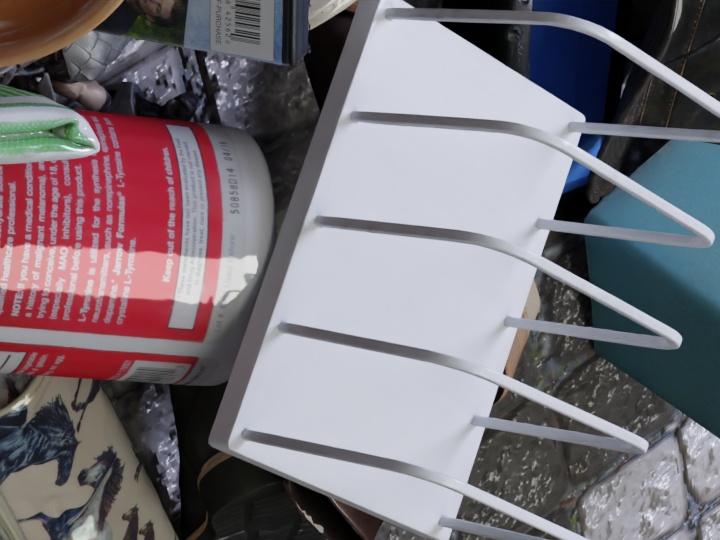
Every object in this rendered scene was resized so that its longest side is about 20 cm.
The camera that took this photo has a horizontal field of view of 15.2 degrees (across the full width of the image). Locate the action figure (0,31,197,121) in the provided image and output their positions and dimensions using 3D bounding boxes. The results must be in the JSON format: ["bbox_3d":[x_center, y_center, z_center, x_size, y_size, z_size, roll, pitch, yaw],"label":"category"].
[{"bbox_3d":[-0.084,-0.122,1.167,0.200,0.069,0.130,-25,138,-24],"label":"action figure"}]

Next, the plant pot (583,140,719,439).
[{"bbox_3d":[0.241,0.023,1.427,0.141,0.200,0.141,-41,151,-18],"label":"plant pot"}]

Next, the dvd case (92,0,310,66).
[{"bbox_3d":[-0.113,-0.161,1.036,0.018,0.200,0.143,-53,150,-56],"label":"dvd case"}]

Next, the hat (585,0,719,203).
[{"bbox_3d":[0.183,-0.114,1.336,0.201,0.081,0.201,22,90,-86],"label":"hat"}]

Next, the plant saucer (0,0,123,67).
[{"bbox_3d":[-0.161,-0.171,1.007,0.037,0.200,0.200,-67,160,-57],"label":"plant saucer"}]

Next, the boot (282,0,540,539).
[{"bbox_3d":[0.000,0.000,1.172,0.166,0.072,0.200,-49,122,-36],"label":"boot"}]

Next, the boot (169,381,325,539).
[{"bbox_3d":[-0.063,0.063,1.295,0.077,0.138,0.200,-13,163,-16],"label":"boot"}]

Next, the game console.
[{"bbox_3d":[0.097,-0.081,1.325,0.116,0.176,0.200,-2,118,-10],"label":"game console"}]

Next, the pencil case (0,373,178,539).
[{"bbox_3d":[-0.142,0.103,1.236,0.089,0.078,0.200,-52,140,-30],"label":"pencil case"}]

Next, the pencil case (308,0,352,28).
[{"bbox_3d":[-0.063,-0.191,1.073,0.200,0.078,0.089,57,33,-16],"label":"pencil case"}]

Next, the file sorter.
[{"bbox_3d":[0.055,0.006,1.103,0.139,0.124,0.200,27,78,-41],"label":"file sorter"}]

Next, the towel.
[{"bbox_3d":[-0.207,-0.058,0.995,0.152,0.200,0.023,-8,104,-38],"label":"towel"}]

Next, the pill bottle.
[{"bbox_3d":[-0.144,-0.013,1.116,0.200,0.112,0.112,5,112,-22],"label":"pill bottle"}]
